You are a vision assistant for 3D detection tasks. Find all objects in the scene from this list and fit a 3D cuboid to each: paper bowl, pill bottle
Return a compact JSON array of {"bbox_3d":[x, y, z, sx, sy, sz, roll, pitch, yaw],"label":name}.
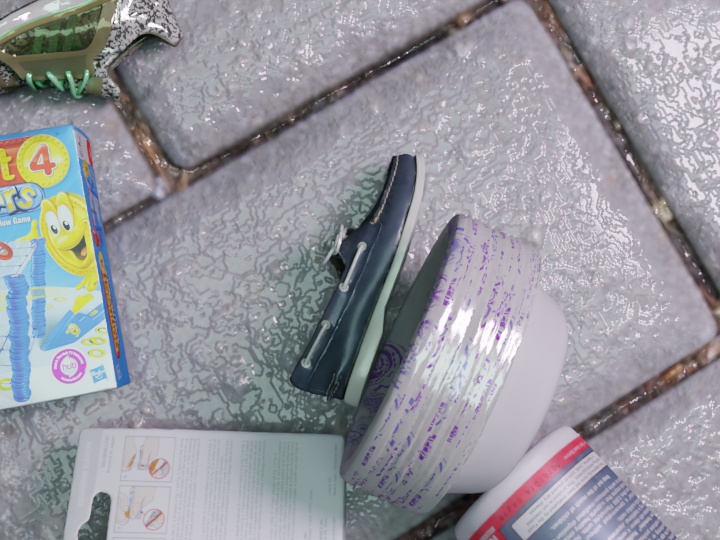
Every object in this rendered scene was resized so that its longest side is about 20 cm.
[{"bbox_3d":[0.070,0.071,0.700,0.104,0.201,0.201,25,86,-3],"label":"paper bowl"},{"bbox_3d":[0.173,0.221,0.714,0.120,0.120,0.200,-42,71,-5],"label":"pill bottle"}]

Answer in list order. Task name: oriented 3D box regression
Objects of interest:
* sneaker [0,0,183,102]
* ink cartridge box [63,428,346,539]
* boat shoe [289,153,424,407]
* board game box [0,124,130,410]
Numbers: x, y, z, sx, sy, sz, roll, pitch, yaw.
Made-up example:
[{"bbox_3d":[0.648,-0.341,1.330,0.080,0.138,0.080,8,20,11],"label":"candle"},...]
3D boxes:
[{"bbox_3d":[-0.219,-0.158,0.758,0.200,0.077,0.089,-33,98,-3],"label":"sneaker"},{"bbox_3d":[-0.110,0.198,0.730,0.199,0.047,0.161,2,62,-2],"label":"ink cartridge box"},{"bbox_3d":[0.000,0.000,0.760,0.062,0.075,0.201,16,80,2],"label":"boat shoe"},{"bbox_3d":[-0.288,0.007,0.749,0.199,0.056,0.197,-10,88,-5],"label":"board game box"}]
